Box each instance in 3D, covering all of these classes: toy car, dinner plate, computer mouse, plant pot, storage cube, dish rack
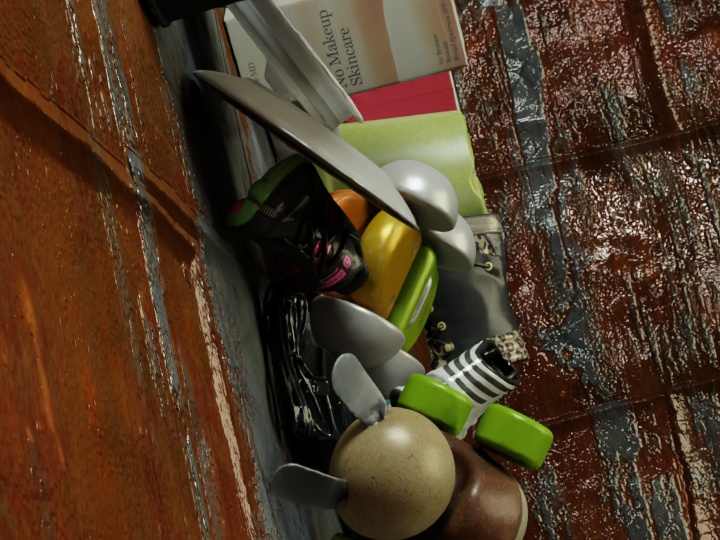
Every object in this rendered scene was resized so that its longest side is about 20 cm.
[{"bbox_3d":[0.000,0.000,1.547,0.175,0.150,0.200,-66,159,-15],"label":"toy car"},{"bbox_3d":[-0.035,-0.093,1.323,0.200,0.024,0.200,36,0,0],"label":"dinner plate"},{"bbox_3d":[-0.032,0.107,1.423,0.200,0.053,0.139,51,25,-51],"label":"computer mouse"},{"bbox_3d":[0.013,0.142,1.291,0.200,0.158,0.165,35,78,-45],"label":"toy car"},{"bbox_3d":[0.031,-0.077,1.840,0.200,0.184,0.201,-13,90,-86],"label":"plant pot"},{"bbox_3d":[0.040,-0.135,2.158,0.171,0.179,0.200,-99,174,-46],"label":"storage cube"},{"bbox_3d":[-0.078,-0.189,1.398,0.200,0.044,0.172,54,3,7],"label":"dish rack"}]

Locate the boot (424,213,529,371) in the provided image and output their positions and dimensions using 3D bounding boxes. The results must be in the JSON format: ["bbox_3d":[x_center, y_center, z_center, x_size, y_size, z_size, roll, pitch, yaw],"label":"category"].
[{"bbox_3d":[0.060,0.038,1.735,0.073,0.200,0.151,148,-74,-71],"label":"boot"}]

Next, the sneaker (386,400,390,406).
[{"bbox_3d":[0.008,0.096,1.678,0.094,0.070,0.200,67,16,3],"label":"sneaker"}]

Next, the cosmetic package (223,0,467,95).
[{"bbox_3d":[-0.013,-0.215,1.627,0.087,0.199,0.104,-90,164,-66],"label":"cosmetic package"}]

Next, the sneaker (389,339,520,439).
[{"bbox_3d":[0.089,0.130,1.577,0.076,0.115,0.201,55,-13,21],"label":"sneaker"}]

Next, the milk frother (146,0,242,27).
[{"bbox_3d":[-0.072,-0.288,1.193,0.200,0.188,0.181,70,7,-54],"label":"milk frother"}]

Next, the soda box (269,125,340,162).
[{"bbox_3d":[-0.063,-0.190,1.785,0.200,0.063,0.068,-99,172,-49],"label":"soda box"}]

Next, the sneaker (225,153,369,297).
[{"bbox_3d":[-0.036,-0.028,1.354,0.084,0.077,0.200,47,7,19],"label":"sneaker"}]

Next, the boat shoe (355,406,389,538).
[{"bbox_3d":[0.006,0.176,1.573,0.065,0.071,0.200,-113,-170,-54],"label":"boat shoe"}]
